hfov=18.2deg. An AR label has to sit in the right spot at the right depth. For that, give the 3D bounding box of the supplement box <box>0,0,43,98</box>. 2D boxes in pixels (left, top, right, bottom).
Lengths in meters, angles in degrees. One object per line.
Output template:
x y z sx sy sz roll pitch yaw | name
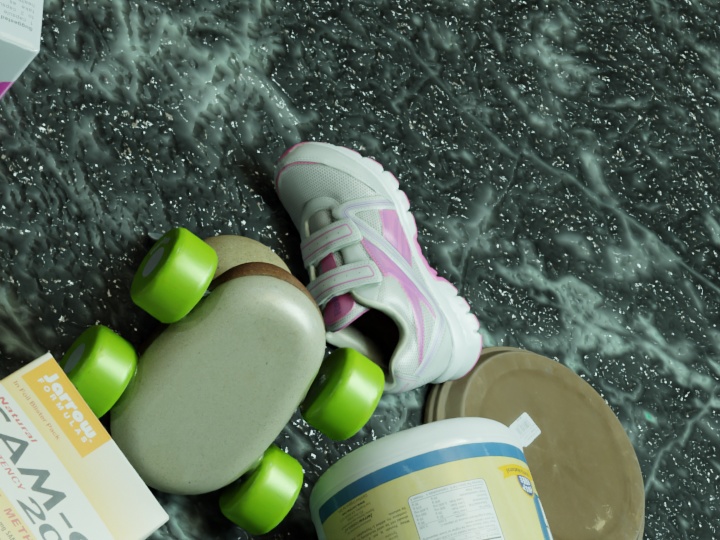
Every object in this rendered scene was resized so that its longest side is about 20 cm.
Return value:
-0.267 -0.207 1.464 0.103 0.101 0.201 20 49 -29 | supplement box

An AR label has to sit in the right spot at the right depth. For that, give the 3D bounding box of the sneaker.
0.000 0.000 1.560 0.201 0.081 0.088 54 41 6 | sneaker

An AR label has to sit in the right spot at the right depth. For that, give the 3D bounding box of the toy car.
-0.095 0.040 1.443 0.164 0.158 0.200 36 14 -20 | toy car

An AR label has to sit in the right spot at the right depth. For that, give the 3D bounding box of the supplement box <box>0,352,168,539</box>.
-0.220 0.148 1.266 0.126 0.073 0.200 53 41 3 | supplement box

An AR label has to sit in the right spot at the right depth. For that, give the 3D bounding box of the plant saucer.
0.132 0.140 1.613 0.199 0.029 0.202 22 49 -27 | plant saucer

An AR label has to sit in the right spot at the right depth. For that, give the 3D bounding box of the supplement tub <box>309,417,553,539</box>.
0.060 0.210 1.412 0.144 0.145 0.201 2 60 -40 | supplement tub
